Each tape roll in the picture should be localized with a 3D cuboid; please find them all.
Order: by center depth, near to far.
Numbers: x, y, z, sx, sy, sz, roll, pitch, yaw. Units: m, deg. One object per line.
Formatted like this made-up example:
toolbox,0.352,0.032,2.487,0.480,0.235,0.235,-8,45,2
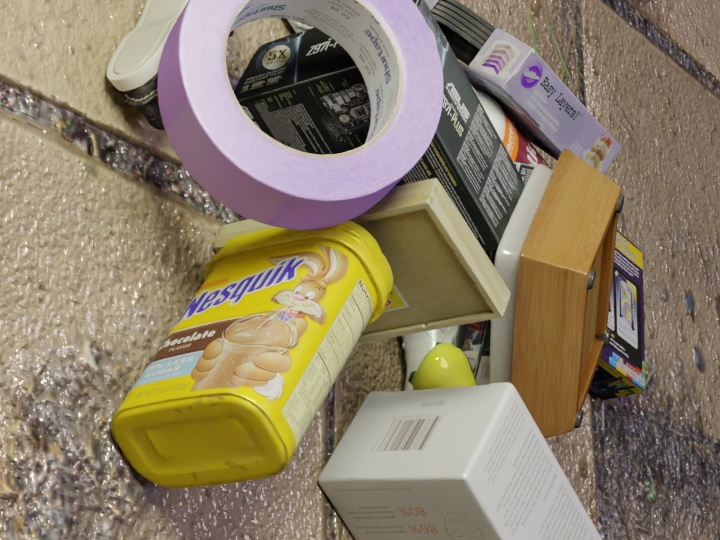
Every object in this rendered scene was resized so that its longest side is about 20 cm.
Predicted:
tape roll,-0.043,-0.134,1.379,0.198,0.066,0.202,7,71,-19

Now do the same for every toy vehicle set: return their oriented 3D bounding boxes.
toy vehicle set,0.000,0.000,1.472,0.125,0.199,0.027,56,39,-33

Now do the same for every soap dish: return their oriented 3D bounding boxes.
soap dish,0.164,0.026,1.604,0.158,0.080,0.201,-61,158,-49

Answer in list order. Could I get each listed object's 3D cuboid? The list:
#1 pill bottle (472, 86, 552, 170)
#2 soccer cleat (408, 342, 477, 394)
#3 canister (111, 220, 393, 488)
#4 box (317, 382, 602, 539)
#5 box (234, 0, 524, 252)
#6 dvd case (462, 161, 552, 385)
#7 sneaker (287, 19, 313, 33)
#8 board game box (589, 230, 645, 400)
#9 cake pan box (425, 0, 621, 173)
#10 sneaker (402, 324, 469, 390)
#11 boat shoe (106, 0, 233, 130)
pill bottle,0.102,-0.093,1.752,0.200,0.113,0.115,44,44,-43
soccer cleat,0.094,0.137,1.638,0.065,0.083,0.201,-41,141,-22
canister,-0.077,0.059,1.378,0.087,0.147,0.200,61,37,-26
box,0.087,0.203,1.578,0.201,0.151,0.107,59,44,-29
box,0.015,-0.103,1.569,0.201,0.163,0.086,57,37,-29
dvd case,0.150,0.008,1.718,0.145,0.022,0.202,5,97,-55
sneaker,-0.012,-0.208,1.643,0.079,0.078,0.201,-49,120,-46
board game box,0.225,0.021,1.973,0.200,0.056,0.167,35,49,-48
cake pan box,0.130,-0.179,1.781,0.052,0.184,0.200,-52,137,-1
sneaker,0.064,0.038,1.696,0.070,0.080,0.202,27,76,-65
boat shoe,-0.125,-0.190,1.458,0.060,0.073,0.201,55,41,-32
